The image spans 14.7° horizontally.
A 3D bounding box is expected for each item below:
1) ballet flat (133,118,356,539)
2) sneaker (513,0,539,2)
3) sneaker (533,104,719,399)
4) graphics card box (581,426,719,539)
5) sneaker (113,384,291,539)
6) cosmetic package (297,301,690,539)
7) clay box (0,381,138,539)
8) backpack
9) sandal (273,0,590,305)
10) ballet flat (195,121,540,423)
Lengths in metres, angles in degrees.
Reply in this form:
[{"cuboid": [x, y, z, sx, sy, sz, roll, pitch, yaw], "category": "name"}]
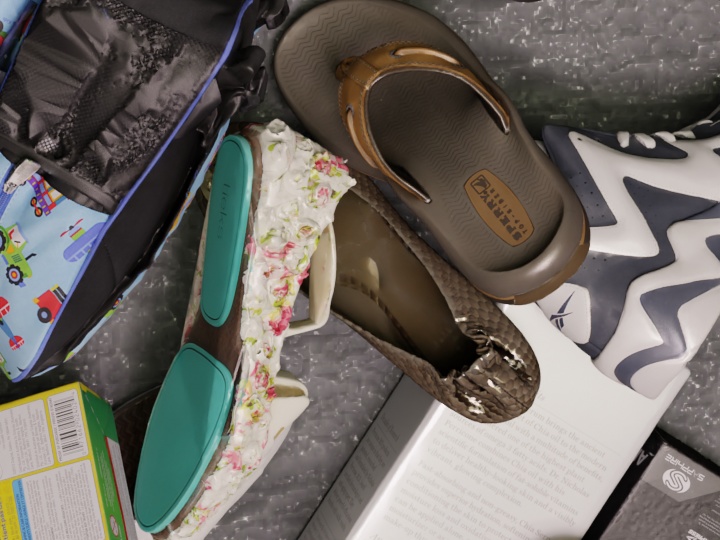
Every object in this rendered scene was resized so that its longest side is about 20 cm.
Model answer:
[{"cuboid": [-0.047, 0.032, 1.251, 0.064, 0.076, 0.200, 8, 106, -30], "category": "ballet flat"}, {"cuboid": [0.136, -0.199, 1.276, 0.076, 0.091, 0.200, 37, 93, -15], "category": "sneaker"}, {"cuboid": [0.122, -0.047, 1.290, 0.129, 0.080, 0.199, 32, 59, -2], "category": "sneaker"}, {"cuboid": [0.137, 0.188, 1.393, 0.125, 0.051, 0.200, 31, 97, -16], "category": "graphics card box"}, {"cuboid": [-0.108, 0.126, 1.331, 0.200, 0.073, 0.085, -39, 140, -7], "category": "sneaker"}, {"cuboid": [0.057, 0.098, 1.343, 0.101, 0.071, 0.200, 32, 96, -15], "category": "cosmetic package"}, {"cuboid": [-0.201, 0.135, 1.267, 0.200, 0.048, 0.115, -17, 69, 12], "category": "clay box"}, {"cuboid": [-0.133, -0.062, 1.218, 0.134, 0.183, 0.200, 29, 108, -8], "category": "backpack"}, {"cuboid": [0.026, -0.061, 1.243, 0.082, 0.200, 0.055, -42, 144, 7], "category": "sandal"}, {"cuboid": [0.000, 0.000, 1.282, 0.200, 0.046, 0.067, 41, 98, 11], "category": "ballet flat"}]
